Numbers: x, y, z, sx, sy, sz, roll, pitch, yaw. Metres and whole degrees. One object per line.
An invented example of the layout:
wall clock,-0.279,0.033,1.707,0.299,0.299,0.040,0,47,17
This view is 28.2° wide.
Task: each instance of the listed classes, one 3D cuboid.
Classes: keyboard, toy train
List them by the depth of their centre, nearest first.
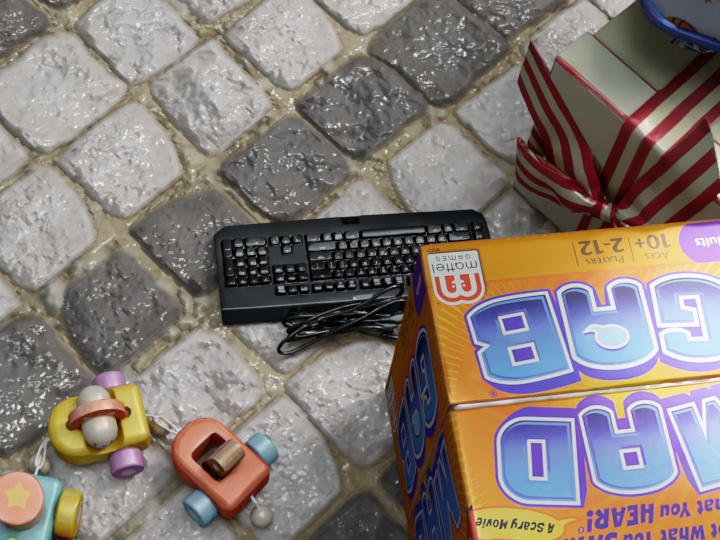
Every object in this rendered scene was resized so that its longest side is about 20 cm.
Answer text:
toy train,-0.154,0.140,0.902,0.200,0.056,0.150,-38,71,-23
keyboard,0.000,0.000,1.001,0.198,0.040,0.105,-6,62,-8

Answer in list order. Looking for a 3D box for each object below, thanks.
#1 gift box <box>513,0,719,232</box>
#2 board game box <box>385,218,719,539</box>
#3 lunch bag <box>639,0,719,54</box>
gift box,0.216,-0.098,0.990,0.186,0.201,0.184,-40,67,-21
board game box,0.135,0.110,0.865,0.198,0.200,0.201,-6,62,-8
lunch bag,0.261,-0.207,0.931,0.159,0.076,0.201,16,48,-9
